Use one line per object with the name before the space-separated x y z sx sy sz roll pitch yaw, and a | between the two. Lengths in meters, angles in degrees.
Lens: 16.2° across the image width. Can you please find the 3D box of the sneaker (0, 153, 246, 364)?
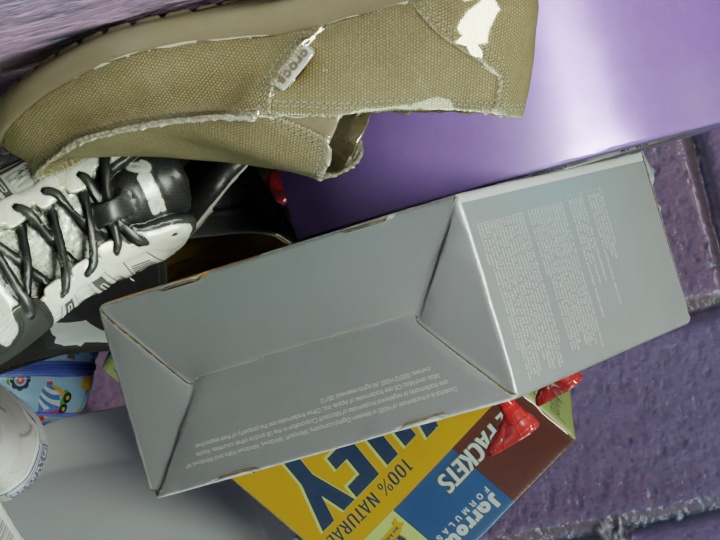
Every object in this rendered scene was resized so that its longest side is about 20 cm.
sneaker | -0.110 -0.022 0.932 0.088 0.076 0.200 -21 -166 31

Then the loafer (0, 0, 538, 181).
loafer | -0.031 -0.061 0.868 0.199 0.068 0.076 -15 180 13

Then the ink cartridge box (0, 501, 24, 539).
ink cartridge box | -0.255 0.103 1.180 0.200 0.050 0.161 24 165 6

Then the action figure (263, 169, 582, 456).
action figure | 0.000 0.000 1.155 0.065 0.200 0.099 -42 -175 -41

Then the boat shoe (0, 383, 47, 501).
boat shoe | -0.235 0.039 1.154 0.071 0.200 0.070 -55 166 -7

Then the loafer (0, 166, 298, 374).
loafer | -0.105 0.002 1.051 0.200 0.072 0.073 -34 157 -37

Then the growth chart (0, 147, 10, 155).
growth chart | -0.117 -0.029 1.106 0.145 0.018 0.200 -55 162 20

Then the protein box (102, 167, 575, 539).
protein box | -0.007 0.041 1.335 0.135 0.200 0.199 -47 -172 13

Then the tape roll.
tape roll | 0.059 -0.077 1.035 0.199 0.085 0.200 -16 180 0

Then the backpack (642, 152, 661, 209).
backpack | 0.071 -0.051 1.254 0.127 0.167 0.200 -49 174 6

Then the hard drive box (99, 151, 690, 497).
hard drive box | 0.019 0.018 0.985 0.156 0.077 0.200 -17 179 25

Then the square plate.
square plate | -0.134 0.127 1.358 0.197 0.029 0.200 -11 -158 -2

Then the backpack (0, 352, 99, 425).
backpack | -0.227 0.048 1.328 0.199 0.135 0.183 1 177 -6
